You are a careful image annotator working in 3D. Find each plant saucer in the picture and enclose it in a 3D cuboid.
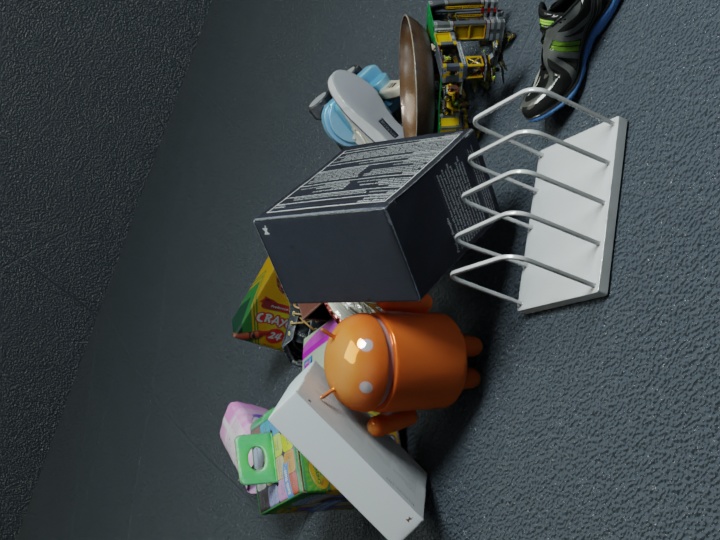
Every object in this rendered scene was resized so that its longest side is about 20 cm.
[{"bbox_3d":[0.079,-0.252,1.411,0.200,0.032,0.201,177,90,-87],"label":"plant saucer"}]

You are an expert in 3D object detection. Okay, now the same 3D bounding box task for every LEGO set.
[{"bbox_3d":[0.154,-0.276,1.378,0.200,0.115,0.154,-98,5,-51],"label":"LEGO set"}]

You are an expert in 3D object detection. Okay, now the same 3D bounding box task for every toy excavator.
[{"bbox_3d":[0.035,-0.272,1.582,0.194,0.100,0.200,-44,21,-8],"label":"toy excavator"}]

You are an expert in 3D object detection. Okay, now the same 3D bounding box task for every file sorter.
[{"bbox_3d":[0.186,-0.073,1.102,0.139,0.124,0.201,-21,55,60],"label":"file sorter"}]

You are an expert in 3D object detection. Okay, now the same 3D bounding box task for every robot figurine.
[{"bbox_3d":[0.044,0.107,1.177,0.144,0.199,0.117,-65,35,38],"label":"robot figurine"}]

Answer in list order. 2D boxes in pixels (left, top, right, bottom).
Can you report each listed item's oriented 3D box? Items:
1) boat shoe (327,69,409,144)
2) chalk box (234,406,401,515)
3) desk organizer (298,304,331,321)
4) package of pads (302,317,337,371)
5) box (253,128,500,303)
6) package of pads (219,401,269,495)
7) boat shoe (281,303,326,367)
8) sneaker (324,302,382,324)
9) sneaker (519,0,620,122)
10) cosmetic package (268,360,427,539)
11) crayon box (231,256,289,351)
[{"bbox_3d":[0.016,-0.210,1.522,0.071,0.200,0.070,-38,-8,-42],"label":"boat shoe"},{"bbox_3d":[-0.060,0.235,1.290,0.124,0.199,0.125,-37,56,49],"label":"chalk box"},{"bbox_3d":[0.000,0.000,1.440,0.200,0.072,0.077,-42,37,16],"label":"desk organizer"},{"bbox_3d":[-0.016,0.140,1.439,0.200,0.068,0.155,-40,42,49],"label":"package of pads"},{"bbox_3d":[0.022,-0.060,1.180,0.199,0.124,0.198,-2,28,41],"label":"box"},{"bbox_3d":[-0.136,0.275,1.545,0.076,0.120,0.200,-68,24,8],"label":"package of pads"},{"bbox_3d":[-0.078,0.065,1.553,0.201,0.070,0.091,91,-163,-52],"label":"boat shoe"},{"bbox_3d":[0.031,0.068,1.321,0.200,0.078,0.082,34,80,24],"label":"sneaker"},{"bbox_3d":[0.233,-0.271,1.192,0.200,0.082,0.071,-66,24,12],"label":"sneaker"},{"bbox_3d":[-0.009,0.205,1.172,0.052,0.200,0.151,-44,2,7],"label":"cosmetic package"},{"bbox_3d":[-0.112,0.040,1.652,0.200,0.126,0.051,-58,27,29],"label":"crayon box"}]
